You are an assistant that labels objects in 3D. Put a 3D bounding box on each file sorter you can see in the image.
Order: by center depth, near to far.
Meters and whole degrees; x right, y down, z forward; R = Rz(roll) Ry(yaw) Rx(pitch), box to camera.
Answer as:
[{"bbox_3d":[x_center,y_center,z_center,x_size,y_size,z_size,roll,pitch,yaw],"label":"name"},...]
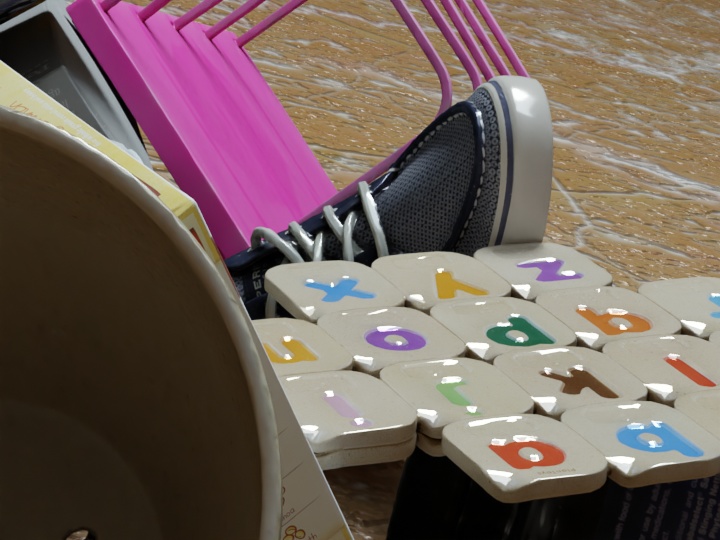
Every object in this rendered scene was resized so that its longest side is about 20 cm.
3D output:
[{"bbox_3d":[-0.011,-0.084,1.288,0.139,0.125,0.200,57,13,9],"label":"file sorter"}]

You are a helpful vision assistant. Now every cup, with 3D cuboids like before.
[{"bbox_3d":[-0.109,0.071,0.749,0.199,0.201,0.143,18,-11,11],"label":"cup"}]

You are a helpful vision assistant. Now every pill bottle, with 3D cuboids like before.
[{"bbox_3d":[0.115,0.084,1.009,0.199,0.112,0.112,17,15,4],"label":"pill bottle"}]

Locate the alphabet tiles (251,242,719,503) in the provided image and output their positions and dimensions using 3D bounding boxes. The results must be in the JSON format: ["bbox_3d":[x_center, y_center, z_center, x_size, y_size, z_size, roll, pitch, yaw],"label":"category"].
[{"bbox_3d":[0.055,0.031,0.942,0.199,0.015,0.196,-5,20,-24],"label":"alphabet tiles"}]

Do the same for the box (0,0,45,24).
[{"bbox_3d":[-0.169,-0.105,1.122,0.199,0.040,0.137,-26,2,22],"label":"box"}]

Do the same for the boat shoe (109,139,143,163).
[{"bbox_3d":[-0.149,-0.031,1.036,0.201,0.075,0.065,14,-31,31],"label":"boat shoe"}]

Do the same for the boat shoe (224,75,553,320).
[{"bbox_3d":[0.000,0.000,1.097,0.092,0.200,0.075,3,51,-20],"label":"boat shoe"}]

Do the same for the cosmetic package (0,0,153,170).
[{"bbox_3d":[-0.148,-0.049,1.198,0.090,0.107,0.200,57,0,-18],"label":"cosmetic package"}]

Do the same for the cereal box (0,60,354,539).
[{"bbox_3d":[-0.063,0.037,0.886,0.039,0.201,0.144,-36,39,-17],"label":"cereal box"}]
